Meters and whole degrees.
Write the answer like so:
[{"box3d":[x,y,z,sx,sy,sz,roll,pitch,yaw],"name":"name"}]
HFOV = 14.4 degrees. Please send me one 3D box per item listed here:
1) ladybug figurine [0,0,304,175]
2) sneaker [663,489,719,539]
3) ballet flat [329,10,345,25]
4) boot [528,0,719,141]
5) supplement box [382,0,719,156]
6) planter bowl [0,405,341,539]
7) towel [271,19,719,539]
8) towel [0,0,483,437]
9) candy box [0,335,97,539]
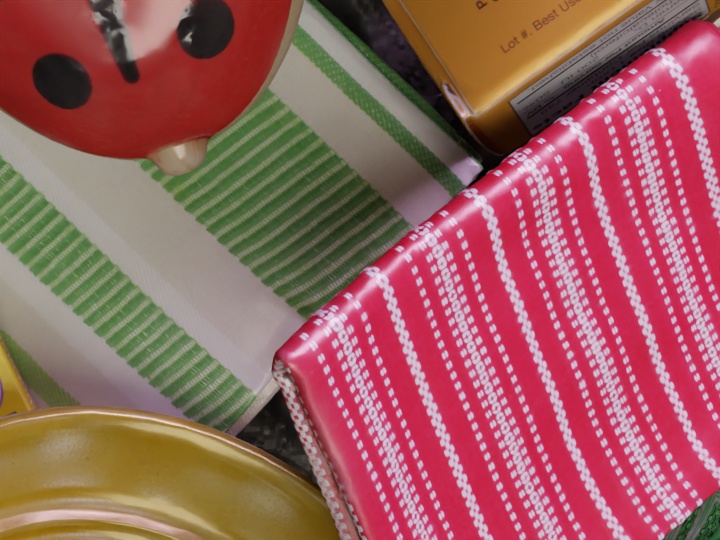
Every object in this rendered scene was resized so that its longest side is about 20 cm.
[{"box3d":[-0.085,-0.122,0.845,0.135,0.072,0.201,-22,100,4],"name":"ladybug figurine"},{"box3d":[0.060,0.106,1.006,0.085,0.078,0.200,35,128,-15],"name":"sneaker"},{"box3d":[0.000,0.000,0.961,0.070,0.071,0.201,-21,119,-5],"name":"ballet flat"},{"box3d":[0.151,-0.071,0.975,0.199,0.070,0.146,-33,132,14],"name":"boot"},{"box3d":[0.101,-0.121,0.882,0.199,0.069,0.067,-33,76,3],"name":"supplement box"},{"box3d":[-0.075,0.146,0.856,0.199,0.201,0.084,10,140,-20],"name":"planter bowl"},{"box3d":[0.068,0.031,0.867,0.200,0.022,0.145,-38,118,-31],"name":"towel"},{"box3d":[-0.077,-0.012,0.920,0.152,0.023,0.200,43,104,-1],"name":"towel"},{"box3d":[-0.166,0.030,0.907,0.102,0.026,0.201,-25,96,0],"name":"candy box"}]
